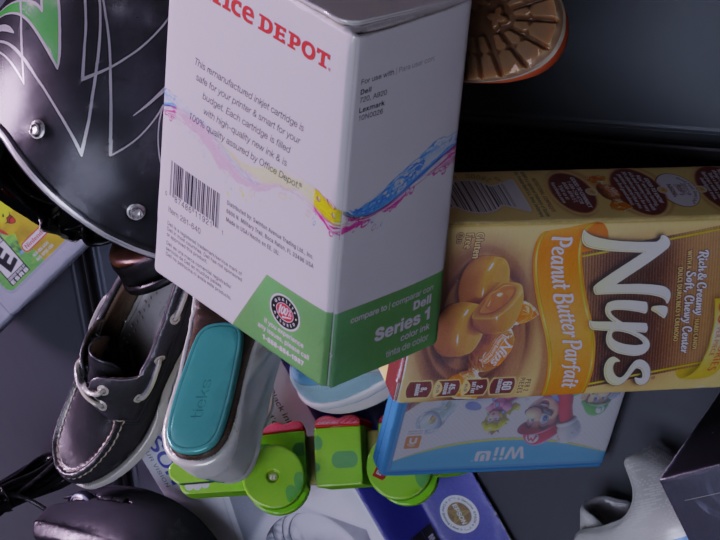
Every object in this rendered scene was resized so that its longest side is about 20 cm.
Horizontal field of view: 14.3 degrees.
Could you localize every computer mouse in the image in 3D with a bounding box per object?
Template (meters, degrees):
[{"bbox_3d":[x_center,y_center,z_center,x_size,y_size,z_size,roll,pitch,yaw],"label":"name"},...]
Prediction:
[{"bbox_3d":[-0.181,0.165,1.788,0.199,0.140,0.046,26,128,40],"label":"computer mouse"}]

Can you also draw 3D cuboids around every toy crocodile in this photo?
[{"bbox_3d":[-0.015,0.110,1.701,0.199,0.068,0.062,-5,81,7],"label":"toy crocodile"}]

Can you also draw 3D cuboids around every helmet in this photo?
[{"bbox_3d":[-0.130,-0.090,1.610,0.200,0.200,0.190,53,144,-6],"label":"helmet"}]

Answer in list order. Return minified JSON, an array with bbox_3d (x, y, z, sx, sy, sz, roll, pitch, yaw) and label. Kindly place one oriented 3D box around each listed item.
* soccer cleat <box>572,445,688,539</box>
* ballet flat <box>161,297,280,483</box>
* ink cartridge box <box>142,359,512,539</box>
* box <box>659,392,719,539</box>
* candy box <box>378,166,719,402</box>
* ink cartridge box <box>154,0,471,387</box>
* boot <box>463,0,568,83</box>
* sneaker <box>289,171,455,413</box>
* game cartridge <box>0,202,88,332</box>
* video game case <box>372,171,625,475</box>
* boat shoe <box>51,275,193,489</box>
[{"bbox_3d":[0.152,0.186,1.697,0.086,0.070,0.201,45,128,21],"label":"soccer cleat"},{"bbox_3d":[-0.065,0.033,1.683,0.069,0.201,0.070,13,157,6],"label":"ballet flat"},{"bbox_3d":[-0.032,0.127,1.777,0.199,0.041,0.200,-23,102,36],"label":"ink cartridge box"},{"bbox_3d":[0.298,0.145,1.560,0.199,0.104,0.183,-18,107,36],"label":"box"},{"bbox_3d":[0.113,0.007,1.545,0.199,0.055,0.116,-2,125,-19],"label":"candy box"},{"bbox_3d":[-0.027,-0.067,1.452,0.145,0.084,0.201,33,130,39],"label":"ink cartridge box"},{"bbox_3d":[0.052,-0.130,1.495,0.199,0.107,0.075,17,88,48],"label":"boot"},{"bbox_3d":[0.000,0.000,1.630,0.130,0.080,0.200,25,128,-37],"label":"sneaker"},{"bbox_3d":[-0.221,-0.056,1.788,0.134,0.040,0.200,50,128,1],"label":"game cartridge"},{"bbox_3d":[0.094,0.031,1.608,0.018,0.142,0.201,-117,33,-48],"label":"video game case"},{"bbox_3d":[-0.141,0.052,1.751,0.200,0.060,0.074,-52,58,24],"label":"boat shoe"}]
